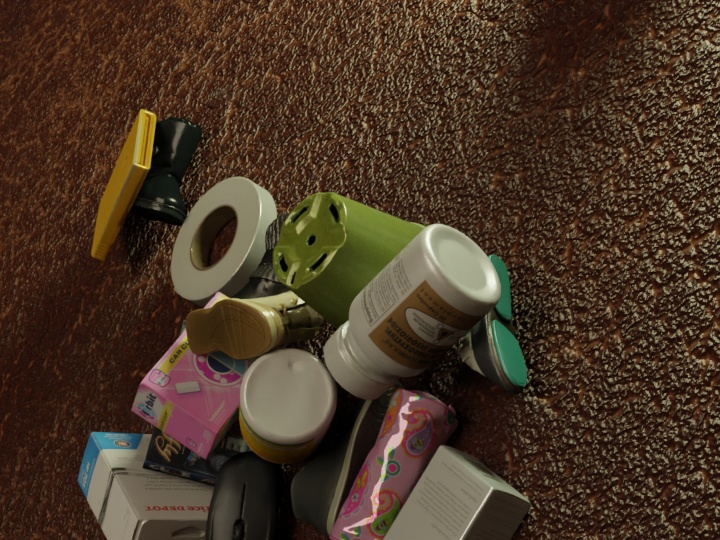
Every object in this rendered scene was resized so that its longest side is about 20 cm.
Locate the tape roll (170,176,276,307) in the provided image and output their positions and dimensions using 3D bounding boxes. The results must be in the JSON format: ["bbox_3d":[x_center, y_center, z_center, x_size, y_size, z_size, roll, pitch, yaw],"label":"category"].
[{"bbox_3d":[-0.205,-0.042,1.987,0.202,0.037,0.204,-26,49,34],"label":"tape roll"}]

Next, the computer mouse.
[{"bbox_3d":[-0.137,0.299,1.636,0.138,0.053,0.201,0,51,0],"label":"computer mouse"}]

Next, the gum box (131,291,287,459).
[{"bbox_3d":[-0.184,0.126,1.695,0.200,0.113,0.066,-53,-7,-43],"label":"gum box"}]

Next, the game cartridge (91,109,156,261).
[{"bbox_3d":[-0.380,-0.134,2.145,0.177,0.032,0.200,-96,29,-54],"label":"game cartridge"}]

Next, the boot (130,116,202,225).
[{"bbox_3d":[-0.303,-0.163,2.126,0.200,0.076,0.169,12,78,65],"label":"boot"}]

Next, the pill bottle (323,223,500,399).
[{"bbox_3d":[0.052,0.052,1.486,0.200,0.114,0.115,-45,40,31],"label":"pill bottle"}]

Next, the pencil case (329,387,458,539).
[{"bbox_3d":[0.039,0.233,1.511,0.087,0.087,0.201,15,79,51],"label":"pencil case"}]

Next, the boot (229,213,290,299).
[{"bbox_3d":[-0.137,0.015,1.838,0.210,0.079,0.159,-13,64,31],"label":"boot"}]

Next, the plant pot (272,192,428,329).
[{"bbox_3d":[0.000,0.000,1.612,0.200,0.190,0.201,-26,50,36],"label":"plant pot"}]

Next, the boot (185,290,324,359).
[{"bbox_3d":[-0.105,0.063,1.619,0.200,0.155,0.073,-12,87,58],"label":"boot"}]

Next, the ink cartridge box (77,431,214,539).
[{"bbox_3d":[-0.264,0.298,1.737,0.200,0.146,0.086,47,122,50],"label":"ink cartridge box"}]

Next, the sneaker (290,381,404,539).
[{"bbox_3d":[-0.021,0.215,1.590,0.106,0.075,0.201,11,76,51],"label":"sneaker"}]

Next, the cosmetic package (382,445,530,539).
[{"bbox_3d":[0.083,0.300,1.426,0.201,0.074,0.102,-59,39,5],"label":"cosmetic package"}]

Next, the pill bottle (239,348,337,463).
[{"bbox_3d":[-0.089,0.169,1.601,0.200,0.112,0.113,105,180,-72],"label":"pill bottle"}]

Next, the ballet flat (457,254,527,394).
[{"bbox_3d":[0.142,0.070,1.509,0.073,0.073,0.201,-35,39,28],"label":"ballet flat"}]

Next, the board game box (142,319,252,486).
[{"bbox_3d":[-0.194,0.177,1.753,0.035,0.135,0.201,120,163,-63],"label":"board game box"}]
